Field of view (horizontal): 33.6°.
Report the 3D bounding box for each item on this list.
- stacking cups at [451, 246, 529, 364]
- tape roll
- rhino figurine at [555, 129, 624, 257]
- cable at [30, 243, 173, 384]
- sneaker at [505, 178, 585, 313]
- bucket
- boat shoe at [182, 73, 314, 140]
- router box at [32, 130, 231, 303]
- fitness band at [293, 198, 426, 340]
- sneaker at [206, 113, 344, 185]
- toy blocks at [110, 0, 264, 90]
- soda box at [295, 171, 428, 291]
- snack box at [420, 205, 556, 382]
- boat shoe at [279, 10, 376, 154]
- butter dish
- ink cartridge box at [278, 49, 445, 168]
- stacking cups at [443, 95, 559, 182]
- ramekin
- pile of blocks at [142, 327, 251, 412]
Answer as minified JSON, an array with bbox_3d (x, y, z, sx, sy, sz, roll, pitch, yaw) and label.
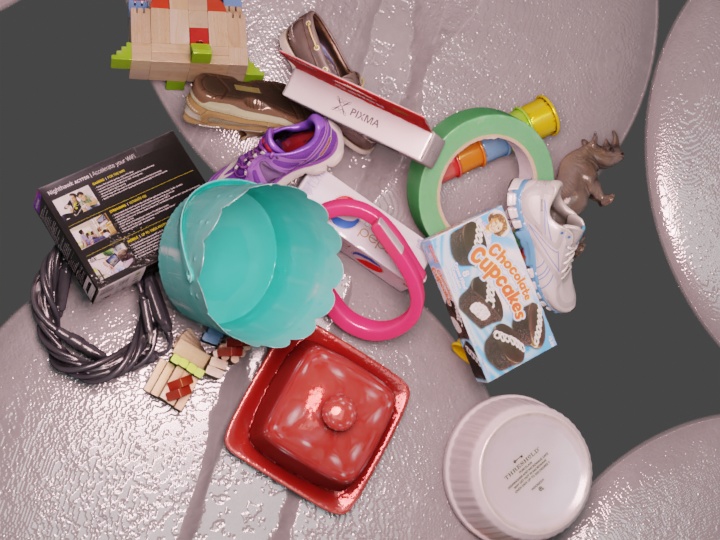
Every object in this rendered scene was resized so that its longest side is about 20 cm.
[{"bbox_3d":[0.200,0.037,1.622,0.060,0.060,0.201,36,76,-7],"label":"stacking cups"},{"bbox_3d":[0.161,-0.114,1.596,0.198,0.048,0.203,-7,112,-18],"label":"tape roll"},{"bbox_3d":[0.312,-0.120,1.673,0.087,0.060,0.201,33,73,-3],"label":"rhino figurine"},{"bbox_3d":[-0.332,0.038,1.500,0.162,0.051,0.202,-21,85,-8],"label":"cable"},{"bbox_3d":[0.260,-0.031,1.572,0.075,0.086,0.202,-50,125,-46],"label":"sneaker"},{"bbox_3d":[-0.138,-0.013,1.443,0.205,0.134,0.210,-7,101,-38],"label":"bucket"},{"bbox_3d":[-0.140,-0.205,1.569,0.198,0.076,0.072,10,44,-29],"label":"boat shoe"},{"bbox_3d":[-0.282,-0.070,1.486,0.199,0.051,0.150,-28,80,-30],"label":"router box"},{"bbox_3d":[0.000,0.000,1.539,0.143,0.038,0.201,-25,109,27],"label":"fitness band"},{"bbox_3d":[-0.120,-0.146,1.524,0.199,0.083,0.081,-28,59,13],"label":"sneaker"},{"bbox_3d":[-0.227,-0.320,1.556,0.198,0.100,0.138,0,71,-15],"label":"toy blocks"},{"bbox_3d":[-0.002,-0.055,1.580,0.199,0.068,0.064,35,76,-7],"label":"soda box"},{"bbox_3d":[0.168,0.030,1.560,0.115,0.037,0.202,-25,96,-21],"label":"snack box"},{"bbox_3d":[-0.031,-0.250,1.592,0.201,0.059,0.072,57,33,1],"label":"boat shoe"},{"bbox_3d":[-0.040,0.181,1.498,0.198,0.148,0.201,32,76,-9],"label":"butter dish"},{"bbox_3d":[-0.002,-0.194,1.463,0.198,0.176,0.045,27,93,12],"label":"ink cartridge box"},{"bbox_3d":[0.176,-0.174,1.648,0.198,0.060,0.061,-27,90,-10],"label":"stacking cups"},{"bbox_3d":[0.215,0.266,1.579,0.200,0.094,0.205,2,83,-14],"label":"ramekin"},{"bbox_3d":[-0.186,0.100,1.516,0.199,0.062,0.082,-37,92,-16],"label":"pile of blocks"}]
